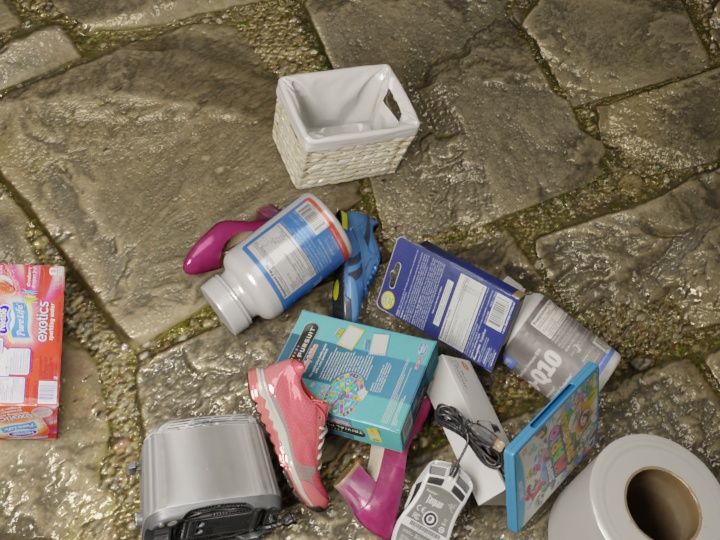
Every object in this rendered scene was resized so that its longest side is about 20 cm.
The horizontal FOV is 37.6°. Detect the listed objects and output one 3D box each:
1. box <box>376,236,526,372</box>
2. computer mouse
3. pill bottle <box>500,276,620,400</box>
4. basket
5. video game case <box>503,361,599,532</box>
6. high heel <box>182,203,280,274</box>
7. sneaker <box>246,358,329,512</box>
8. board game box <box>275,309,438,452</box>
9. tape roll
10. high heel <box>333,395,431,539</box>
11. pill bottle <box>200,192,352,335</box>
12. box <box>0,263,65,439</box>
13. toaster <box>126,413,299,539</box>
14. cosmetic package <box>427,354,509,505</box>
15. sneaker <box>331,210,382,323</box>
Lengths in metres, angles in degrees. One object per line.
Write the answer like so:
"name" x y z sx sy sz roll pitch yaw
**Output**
"box" 0.124 0.042 1.488 0.198 0.123 0.032 29 28 20
"computer mouse" 0.100 0.279 1.341 0.109 0.044 0.202 30 90 -2
"pill bottle" 0.261 0.106 1.512 0.199 0.114 0.114 38 53 10
"basket" -0.030 -0.221 1.636 0.197 0.124 0.137 -11 60 -25
"video game case" 0.254 0.230 1.385 0.018 0.145 0.199 23 46 36
"high heel" -0.155 -0.030 1.494 0.096 0.068 0.199 36 49 22
"sneaker" -0.069 0.203 1.310 0.086 0.074 0.203 -23 98 -4
"board game box" -0.013 0.143 1.396 0.197 0.047 0.152 12 50 19
"tape roll" 0.361 0.333 1.372 0.199 0.140 0.205 9 53 -12
"high heel" 0.054 0.253 1.381 0.096 0.067 0.200 49 47 -2
"pill bottle" -0.117 -0.005 1.444 0.199 0.113 0.112 -38 72 -12
"box" -0.419 0.099 1.304 0.098 0.096 0.202 3 56 -17
"toaster" -0.177 0.252 1.268 0.197 0.114 0.131 -4 56 -19
"cosmetic package" 0.154 0.213 1.421 0.082 0.050 0.202 19 40 -55
"sneaker" 0.000 0.000 1.531 0.077 0.066 0.202 11 54 -15
